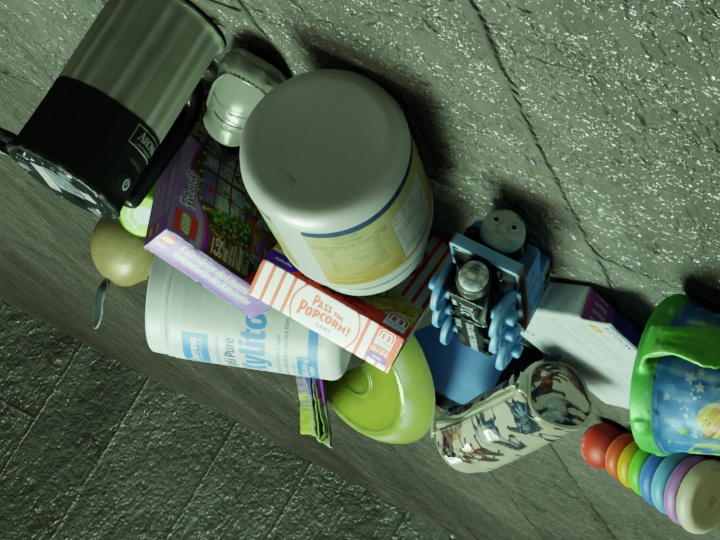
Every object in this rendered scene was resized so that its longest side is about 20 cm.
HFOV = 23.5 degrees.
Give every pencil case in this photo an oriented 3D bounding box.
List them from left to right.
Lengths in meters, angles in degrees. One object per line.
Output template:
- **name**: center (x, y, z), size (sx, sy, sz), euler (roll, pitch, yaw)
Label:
- **pencil case**: center (0.151, 0.150, 1.777), size (0.089, 0.078, 0.200), euler (33, 148, -15)

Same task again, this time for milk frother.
- **milk frother**: center (-0.253, -0.166, 1.568), size (0.199, 0.189, 0.181), euler (30, 166, 5)

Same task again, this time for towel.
- **towel**: center (-0.065, 0.090, 1.911), size (0.023, 0.202, 0.144), euler (-10, -177, -10)

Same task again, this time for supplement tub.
- **supplement tub**: center (-0.106, 0.034, 1.747), size (0.198, 0.133, 0.132), euler (7, 163, 8)
- **supplement tub**: center (-0.015, -0.069, 1.488), size (0.144, 0.145, 0.200), euler (26, 166, 19)

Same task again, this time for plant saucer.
- **plant saucer**: center (0.001, 0.109, 1.918), size (0.199, 0.031, 0.201), euler (30, 135, 35)

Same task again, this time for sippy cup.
- **sippy cup**: center (0.309, 0.097, 1.439), size (0.129, 0.141, 0.177), euler (10, -163, 31)

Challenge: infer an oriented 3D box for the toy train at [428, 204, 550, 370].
- **toy train**: center (0.118, 0.012, 1.557), size (0.086, 0.115, 0.200), euler (24, 166, 15)

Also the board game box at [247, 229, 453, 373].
- **board game box**: center (0.000, 0.000, 1.654), size (0.151, 0.047, 0.200), euler (29, -148, 5)

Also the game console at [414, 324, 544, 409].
- **game console**: center (0.096, 0.073, 1.849), size (0.199, 0.172, 0.118), euler (26, -167, 20)

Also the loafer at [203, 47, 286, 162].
- **loafer**: center (-0.107, -0.146, 1.577), size (0.070, 0.070, 0.200), euler (30, 167, 4)

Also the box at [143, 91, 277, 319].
- **box**: center (-0.132, -0.068, 1.670), size (0.136, 0.201, 0.039), euler (34, 130, -28)

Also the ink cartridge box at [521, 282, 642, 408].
- **ink cartridge box**: center (0.247, 0.079, 1.676), size (0.196, 0.043, 0.199), euler (39, 164, -28)

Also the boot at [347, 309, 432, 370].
- **boot**: center (0.030, 0.034, 1.805), size (0.199, 0.076, 0.073), euler (-28, 159, 30)

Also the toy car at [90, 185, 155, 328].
- **toy car**: center (-0.232, -0.024, 1.903), size (0.157, 0.200, 0.165), euler (34, -154, -14)

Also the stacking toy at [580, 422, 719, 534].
- **stacking toy**: center (0.328, 0.229, 1.984), size (0.199, 0.086, 0.085), euler (22, 165, 49)
